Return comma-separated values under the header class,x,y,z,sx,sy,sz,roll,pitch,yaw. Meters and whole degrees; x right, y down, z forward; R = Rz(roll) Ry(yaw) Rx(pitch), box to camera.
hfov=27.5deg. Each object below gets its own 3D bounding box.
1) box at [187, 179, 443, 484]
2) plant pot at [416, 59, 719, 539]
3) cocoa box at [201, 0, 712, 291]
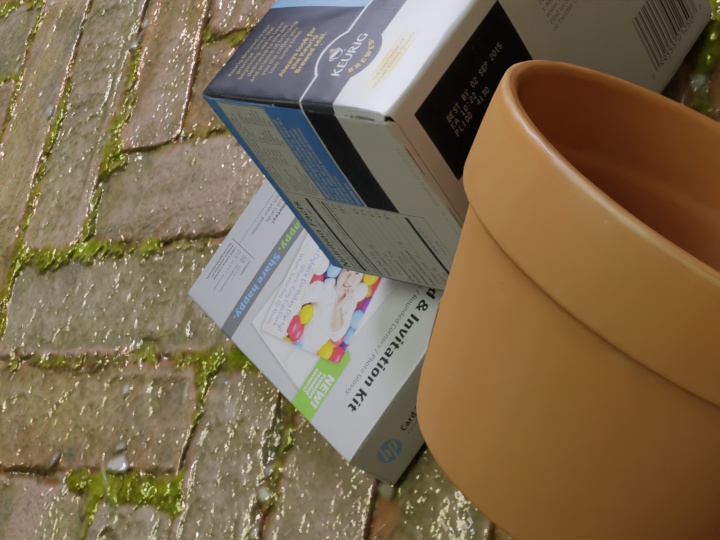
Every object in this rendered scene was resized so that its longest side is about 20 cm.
class,x,y,z,sx,sy,sz,roll,pitch,yaw
box,0.000,0.000,0.810,0.156,0.041,0.200,-55,41,5
plant pot,0.111,0.029,0.574,0.140,0.199,0.200,-62,37,23
cocoa box,0.050,-0.105,0.707,0.131,0.133,0.200,12,59,46
